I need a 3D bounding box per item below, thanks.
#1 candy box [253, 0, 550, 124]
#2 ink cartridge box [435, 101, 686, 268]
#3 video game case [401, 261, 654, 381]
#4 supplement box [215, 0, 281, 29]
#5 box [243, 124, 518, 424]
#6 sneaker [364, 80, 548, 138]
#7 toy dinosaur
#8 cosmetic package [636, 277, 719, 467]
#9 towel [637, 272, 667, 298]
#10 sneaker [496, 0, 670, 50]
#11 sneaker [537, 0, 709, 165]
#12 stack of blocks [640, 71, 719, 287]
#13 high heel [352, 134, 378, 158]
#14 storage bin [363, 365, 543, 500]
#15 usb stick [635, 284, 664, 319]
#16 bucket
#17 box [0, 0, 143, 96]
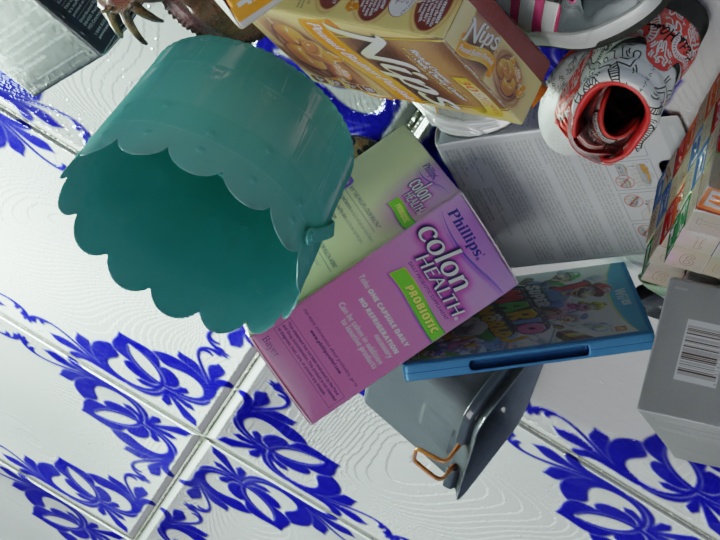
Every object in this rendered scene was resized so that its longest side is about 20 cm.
[{"bbox_3d":[0.020,-0.166,1.538,0.199,0.056,0.115,16,164,40],"label":"candy box"},{"bbox_3d":[0.178,-0.073,1.738,0.198,0.057,0.163,-9,138,22],"label":"ink cartridge box"},{"bbox_3d":[0.127,0.039,1.778,0.198,0.143,0.018,-7,113,-1],"label":"video game case"},{"bbox_3d":[-0.110,-0.264,1.523,0.126,0.073,0.200,58,176,-32],"label":"supplement box"},{"bbox_3d":[0.000,0.000,1.768,0.097,0.199,0.176,55,-179,-24],"label":"box"},{"bbox_3d":[0.051,-0.164,1.631,0.199,0.076,0.092,21,146,43],"label":"sneaker"},{"bbox_3d":[-0.127,-0.214,1.675,0.199,0.136,0.086,30,154,-2],"label":"toy dinosaur"},{"bbox_3d":[0.271,0.084,1.662,0.089,0.108,0.200,11,171,21],"label":"cosmetic package"},{"bbox_3d":[0.331,0.049,1.741,0.152,0.024,0.200,3,159,41],"label":"towel"},{"bbox_3d":[0.113,-0.214,1.498,0.199,0.084,0.120,-1,150,48],"label":"sneaker"},{"bbox_3d":[0.164,-0.112,1.562,0.067,0.108,0.201,37,146,-6],"label":"sneaker"},{"bbox_3d":[0.256,-0.053,1.577,0.058,0.116,0.200,16,153,-2],"label":"stack of blocks"},{"bbox_3d":[-0.042,-0.054,1.863,0.199,0.143,0.072,27,154,5],"label":"high heel"},{"bbox_3d":[0.076,0.108,2.054,0.134,0.146,0.200,34,155,13],"label":"storage bin"},{"bbox_3d":[0.284,0.004,1.747,0.055,0.033,0.200,8,162,-23],"label":"usb stick"},{"bbox_3d":[-0.109,-0.066,1.656,0.206,0.135,0.208,20,145,15],"label":"bucket"},{"bbox_3d":[-0.288,-0.256,1.802,0.200,0.105,0.148,41,152,-20],"label":"box"}]
